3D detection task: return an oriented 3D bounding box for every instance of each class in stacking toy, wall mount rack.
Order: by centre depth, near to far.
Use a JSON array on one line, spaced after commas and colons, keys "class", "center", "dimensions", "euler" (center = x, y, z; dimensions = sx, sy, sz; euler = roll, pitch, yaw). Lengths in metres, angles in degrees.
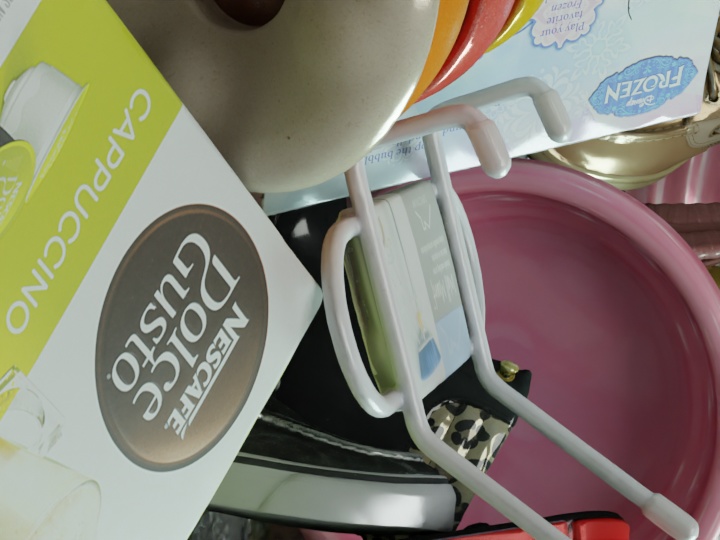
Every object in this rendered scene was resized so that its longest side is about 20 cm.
[{"class": "stacking toy", "center": [0.019, -0.108, 0.956], "dimensions": [0.199, 0.146, 0.147], "euler": [-13, 109, -48]}, {"class": "wall mount rack", "center": [0.052, 0.027, 1.013], "dimensions": [0.200, 0.074, 0.175], "euler": [-29, 105, -74]}]

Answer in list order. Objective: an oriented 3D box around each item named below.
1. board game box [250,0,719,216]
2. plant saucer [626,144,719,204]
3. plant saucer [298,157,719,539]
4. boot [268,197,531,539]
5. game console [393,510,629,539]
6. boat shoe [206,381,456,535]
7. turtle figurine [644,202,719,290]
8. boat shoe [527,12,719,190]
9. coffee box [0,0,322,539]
[{"class": "board game box", "center": [0.049, -0.131, 1.066], "dimensions": [0.199, 0.043, 0.200], "euler": [-14, 128, -29]}, {"class": "plant saucer", "center": [0.202, -0.036, 1.470], "dimensions": [0.200, 0.051, 0.202], "euler": [-16, 111, -49]}, {"class": "plant saucer", "center": [0.061, 0.052, 1.217], "dimensions": [0.051, 0.199, 0.202], "euler": [-33, 127, -71]}, {"class": "boot", "center": [-0.001, 0.001, 1.141], "dimensions": [0.204, 0.153, 0.073], "euler": [-63, 180, -12]}, {"class": "game console", "center": [-0.007, 0.129, 1.104], "dimensions": [0.176, 0.200, 0.031], "euler": [-2, 71, -18]}, {"class": "boat shoe", "center": [-0.060, 0.048, 1.062], "dimensions": [0.074, 0.198, 0.068], "euler": [43, 59, -79]}, {"class": "turtle figurine", "center": [0.208, 0.027, 1.301], "dimensions": [0.194, 0.144, 0.200], "euler": [-39, 92, -7]}, {"class": "boat shoe", "center": [0.139, -0.086, 1.251], "dimensions": [0.199, 0.065, 0.071], "euler": [-16, 69, -42]}, {"class": "coffee box", "center": [-0.168, 0.016, 0.892], "dimensions": [0.200, 0.199, 0.198], "euler": [-60, 139, -23]}]
